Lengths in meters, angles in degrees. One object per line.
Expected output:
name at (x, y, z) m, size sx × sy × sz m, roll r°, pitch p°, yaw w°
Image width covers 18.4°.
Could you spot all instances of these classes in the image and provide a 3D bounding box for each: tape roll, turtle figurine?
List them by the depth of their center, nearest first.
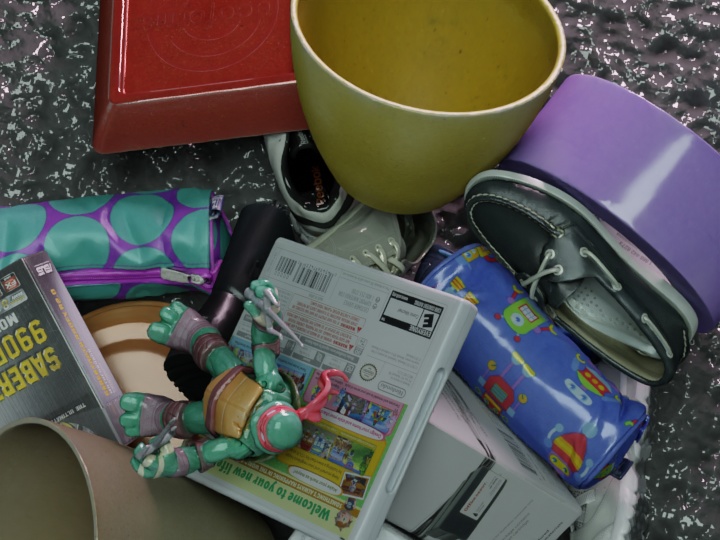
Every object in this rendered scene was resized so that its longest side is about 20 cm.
turtle figurine at (-0.092, 0.086, 1.480) m, size 0.101 × 0.200 × 0.150 m, roll 42°, pitch 77°, yaw -26°
tape roll at (0.205, -0.048, 1.638) m, size 0.200 × 0.200 × 0.085 m, roll 37°, pitch 81°, yaw 11°

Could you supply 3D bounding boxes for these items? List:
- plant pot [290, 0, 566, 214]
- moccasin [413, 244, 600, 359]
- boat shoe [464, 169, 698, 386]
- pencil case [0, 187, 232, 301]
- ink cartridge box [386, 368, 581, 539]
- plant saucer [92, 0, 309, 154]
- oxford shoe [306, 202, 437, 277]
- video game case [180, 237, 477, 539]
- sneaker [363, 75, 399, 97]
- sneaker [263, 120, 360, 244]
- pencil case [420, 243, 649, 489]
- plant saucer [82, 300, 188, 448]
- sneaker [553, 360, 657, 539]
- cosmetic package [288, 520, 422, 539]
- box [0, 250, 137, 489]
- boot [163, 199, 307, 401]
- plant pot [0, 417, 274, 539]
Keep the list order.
plant pot at (0.039, -0.126, 1.621) m, size 0.199 × 0.142 × 0.201 m, roll 6°, pitch 44°, yaw -6°
moccasin at (0.137, 0.020, 1.689) m, size 0.199 × 0.081 × 0.069 m, roll 12°, pitch 74°, yaw 5°
boat shoe at (0.152, 0.005, 1.576) m, size 0.199 × 0.076 × 0.060 m, roll 33°, pitch 47°, yaw -3°
pencil case at (-0.197, -0.014, 1.711) m, size 0.199 × 0.085 × 0.093 m, roll -5°, pitch 35°, yaw 4°
ink cartridge box at (0.045, 0.121, 1.582) m, size 0.084 × 0.200 × 0.145 m, roll -47°, pitch 44°, yaw 11°
plant saucer at (-0.115, -0.193, 1.735) m, size 0.198 × 0.037 × 0.201 m, roll -6°, pitch 59°, yaw 8°
oxford shoe at (0.000, 0.000, 1.658) m, size 0.057 × 0.200 × 0.076 m, roll -3°, pitch 120°, yaw 33°
video game case at (-0.028, 0.082, 1.510) m, size 0.199 × 0.022 × 0.183 m, roll 19°, pitch 82°, yaw 47°
sneaker at (0.064, -0.197, 1.738) m, size 0.076 × 0.088 × 0.200 m, roll 39°, pitch 82°, yaw 11°
sneaker at (-0.046, -0.118, 1.732) m, size 0.073 × 0.080 × 0.201 m, roll -21°, pitch 75°, yaw 1°
pencil case at (0.125, 0.069, 1.614) m, size 0.087 × 0.078 × 0.200 m, roll -35°, pitch 72°, yaw -33°
plant saucer at (-0.171, 0.119, 1.706) m, size 0.199 × 0.037 × 0.201 m, roll -1°, pitch 77°, yaw 4°
sneaker at (0.174, 0.162, 1.667) m, size 0.081 × 0.075 × 0.201 m, roll 4°, pitch 69°, yaw 17°
cosmetic package at (-0.010, 0.222, 1.584) m, size 0.081 × 0.200 × 0.113 m, roll 33°, pitch 86°, yaw 11°
box at (-0.286, 0.101, 1.661) m, size 0.199 × 0.048 × 0.159 m, roll -28°, pitch 90°, yaw 17°
boot at (-0.052, 0.066, 1.681) m, size 0.076 × 0.200 × 0.169 m, roll -11°, pitch 38°, yaw 40°
plant pot at (-0.163, 0.211, 1.588) m, size 0.187 × 0.199 × 0.189 m, roll -15°, pitch 70°, yaw 46°
